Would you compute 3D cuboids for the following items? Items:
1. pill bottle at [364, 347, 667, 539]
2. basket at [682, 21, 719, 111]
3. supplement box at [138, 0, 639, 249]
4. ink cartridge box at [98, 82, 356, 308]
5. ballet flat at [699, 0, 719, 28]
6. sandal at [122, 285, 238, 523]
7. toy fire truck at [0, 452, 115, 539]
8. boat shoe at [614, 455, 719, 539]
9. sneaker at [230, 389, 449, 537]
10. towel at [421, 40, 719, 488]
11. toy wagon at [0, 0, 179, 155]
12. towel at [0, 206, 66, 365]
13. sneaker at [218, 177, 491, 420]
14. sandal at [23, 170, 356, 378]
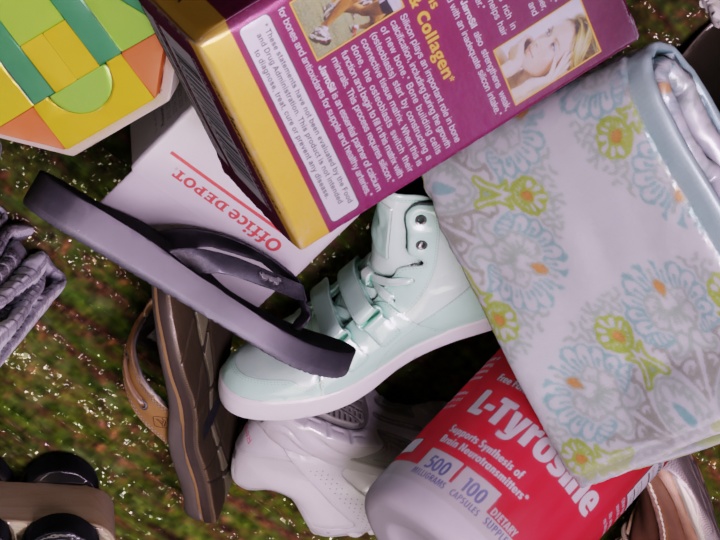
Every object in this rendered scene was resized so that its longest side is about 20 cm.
[{"bbox_3d":[0.105,0.094,1.408,0.200,0.112,0.112,-46,125,-20],"label":"pill bottle"},{"bbox_3d":[0.259,-0.031,1.374,0.200,0.136,0.181,41,68,-37],"label":"basket"},{"bbox_3d":[0.011,-0.127,1.206,0.200,0.103,0.131,-31,125,-9],"label":"supplement box"},{"bbox_3d":[-0.042,-0.077,1.342,0.115,0.068,0.200,36,113,-26],"label":"ink cartridge box"},{"bbox_3d":[0.202,-0.222,1.289,0.072,0.072,0.200,12,119,-15],"label":"ballet flat"},{"bbox_3d":[-0.104,0.058,1.435,0.054,0.082,0.200,8,133,13],"label":"sandal"},{"bbox_3d":[-0.238,0.206,1.493,0.176,0.129,0.200,3,114,-9],"label":"toy fire truck"},{"bbox_3d":[0.187,0.181,1.546,0.072,0.076,0.200,-16,123,6],"label":"boat shoe"},{"bbox_3d":[0.014,0.123,1.492,0.200,0.078,0.099,25,127,-16],"label":"sneaker"},{"bbox_3d":[0.131,0.002,1.281,0.171,0.048,0.200,-24,93,42],"label":"towel"},{"bbox_3d":[-0.174,-0.151,1.239,0.155,0.040,0.200,-28,112,23],"label":"toy wagon"},{"bbox_3d":[-0.246,0.055,1.337,0.086,0.200,0.166,40,109,-5],"label":"towel"},{"bbox_3d":[0.000,0.000,1.395,0.200,0.074,0.118,-25,131,-2],"label":"sneaker"},{"bbox_3d":[-0.078,-0.001,1.309,0.200,0.076,0.043,32,90,-25],"label":"sandal"}]
